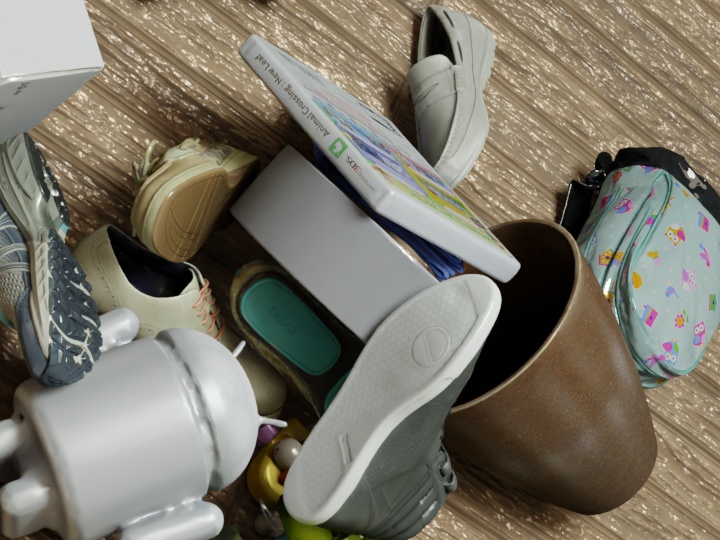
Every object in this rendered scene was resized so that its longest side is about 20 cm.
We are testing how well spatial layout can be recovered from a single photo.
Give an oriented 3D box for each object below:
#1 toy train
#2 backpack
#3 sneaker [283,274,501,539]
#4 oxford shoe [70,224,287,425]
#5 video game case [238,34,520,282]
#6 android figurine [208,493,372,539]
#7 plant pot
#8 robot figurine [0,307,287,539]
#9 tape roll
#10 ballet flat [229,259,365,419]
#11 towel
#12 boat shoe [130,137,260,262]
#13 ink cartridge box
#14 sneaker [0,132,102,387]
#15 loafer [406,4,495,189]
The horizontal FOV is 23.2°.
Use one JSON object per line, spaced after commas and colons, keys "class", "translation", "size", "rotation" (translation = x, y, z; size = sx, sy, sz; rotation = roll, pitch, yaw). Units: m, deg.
{"class": "toy train", "translation": [-0.013, 0.175, 1.287], "size": [0.149, 0.055, 0.202], "rotation": [21, 62, -28]}
{"class": "backpack", "translation": [0.238, 0.007, 1.485], "size": [0.167, 0.126, 0.201], "rotation": [46, 56, -17]}
{"class": "sneaker", "translation": [0.040, 0.096, 1.166], "size": [0.201, 0.071, 0.099], "rotation": [-53, 135, 4]}
{"class": "oxford shoe", "translation": [-0.123, 0.041, 1.235], "size": [0.199, 0.074, 0.071], "rotation": [33, 34, -24]}
{"class": "video game case", "translation": [0.016, -0.079, 1.272], "size": [0.182, 0.022, 0.199], "rotation": [50, 13, 32]}
{"class": "android figurine", "translation": [-0.041, 0.253, 1.207], "size": [0.181, 0.041, 0.202], "rotation": [-27, 113, -16]}
{"class": "plant pot", "translation": [0.144, 0.096, 1.367], "size": [0.200, 0.186, 0.188], "rotation": [47, 52, -30]}
{"class": "robot figurine", "translation": [-0.152, 0.107, 1.156], "size": [0.198, 0.113, 0.171], "rotation": [-19, 74, -19]}
{"class": "tape roll", "translation": [0.000, 0.000, 1.256], "size": [0.200, 0.200, 0.066], "rotation": [43, 91, -16]}
{"class": "ballet flat", "translation": [-0.021, 0.068, 1.261], "size": [0.200, 0.070, 0.071], "rotation": [48, 53, -18]}
{"class": "towel", "translation": [0.012, -0.071, 1.341], "size": [0.144, 0.024, 0.200], "rotation": [40, 12, -17]}
{"class": "boat shoe", "translation": [-0.127, -0.056, 1.235], "size": [0.062, 0.074, 0.200], "rotation": [27, 12, 6]}
{"class": "ink cartridge box", "translation": [-0.265, -0.195, 1.181], "size": [0.084, 0.144, 0.202], "rotation": [-11, 80, -39]}
{"class": "sneaker", "translation": [-0.228, 0.005, 1.152], "size": [0.078, 0.086, 0.201], "rotation": [60, 7, -49]}
{"class": "loafer", "translation": [0.066, -0.142, 1.439], "size": [0.069, 0.070, 0.201], "rotation": [31, 40, -21]}
